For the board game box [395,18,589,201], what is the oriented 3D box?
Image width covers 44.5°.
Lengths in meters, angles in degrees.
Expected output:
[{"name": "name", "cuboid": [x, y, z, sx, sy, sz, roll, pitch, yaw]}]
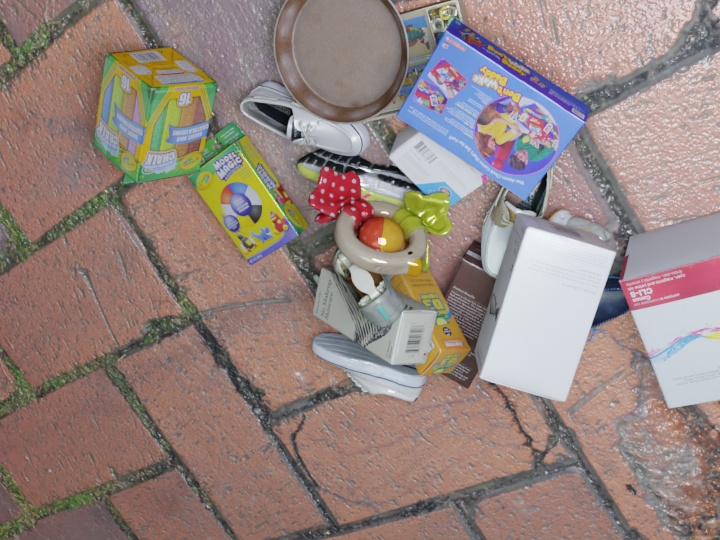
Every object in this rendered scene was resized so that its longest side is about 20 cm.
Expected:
[{"name": "board game box", "cuboid": [0.161, -0.197, 1.092, 0.199, 0.045, 0.135, 33, 129, -2]}]

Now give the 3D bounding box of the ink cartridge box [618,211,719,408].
[{"name": "ink cartridge box", "cuboid": [0.446, 0.052, 1.156, 0.143, 0.145, 0.202, -17, 108, 29]}]

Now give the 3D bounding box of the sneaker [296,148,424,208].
[{"name": "sneaker", "cuboid": [-0.006, -0.115, 1.300, 0.198, 0.078, 0.091, 20, 124, 11]}]

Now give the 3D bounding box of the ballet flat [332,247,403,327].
[{"name": "ballet flat", "cuboid": [0.000, 0.000, 1.210, 0.067, 0.200, 0.064, -40, 129, 5]}]

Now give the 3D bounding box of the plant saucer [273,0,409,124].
[{"name": "plant saucer", "cuboid": [-0.023, -0.303, 1.204, 0.198, 0.034, 0.203, 8, 114, 19]}]

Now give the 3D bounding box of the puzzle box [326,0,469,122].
[{"name": "puzzle box", "cuboid": [0.061, -0.285, 1.214, 0.198, 0.025, 0.134, -9, 113, 26]}]

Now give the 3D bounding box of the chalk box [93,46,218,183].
[{"name": "chalk box", "cuboid": [-0.314, -0.215, 1.330, 0.123, 0.124, 0.202, 38, 127, 28]}]

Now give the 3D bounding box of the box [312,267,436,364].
[{"name": "box", "cuboid": [0.017, 0.062, 1.268, 0.199, 0.068, 0.083, 25, 108, 49]}]

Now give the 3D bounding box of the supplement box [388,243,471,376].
[{"name": "supplement box", "cuboid": [0.083, 0.053, 1.291, 0.069, 0.066, 0.201, -50, 54, 40]}]

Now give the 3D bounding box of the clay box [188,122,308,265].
[{"name": "clay box", "cuboid": [-0.185, -0.120, 1.390, 0.114, 0.048, 0.201, -29, 103, 32]}]

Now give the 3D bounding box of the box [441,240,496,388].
[{"name": "box", "cuboid": [0.166, 0.067, 1.326, 0.099, 0.075, 0.201, 28, 125, 7]}]

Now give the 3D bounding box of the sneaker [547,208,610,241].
[{"name": "sneaker", "cuboid": [0.280, 0.022, 1.205, 0.091, 0.075, 0.202, 18, 95, 29]}]

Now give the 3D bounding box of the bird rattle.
[{"name": "bird rattle", "cuboid": [0.024, -0.063, 1.191, 0.198, 0.164, 0.113, 19, 128, -11]}]

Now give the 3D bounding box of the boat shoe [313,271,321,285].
[{"name": "boat shoe", "cuboid": [0.014, 0.056, 1.403, 0.199, 0.073, 0.062, 37, 81, 9]}]

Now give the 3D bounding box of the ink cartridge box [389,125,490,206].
[{"name": "ink cartridge box", "cuboid": [0.149, -0.183, 1.186, 0.115, 0.068, 0.199, 42, 129, -17]}]

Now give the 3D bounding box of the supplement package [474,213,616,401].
[{"name": "supplement package", "cuboid": [0.231, 0.044, 1.128, 0.116, 0.117, 0.202, 15, 103, 0]}]

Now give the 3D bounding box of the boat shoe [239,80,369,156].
[{"name": "boat shoe", "cuboid": [-0.083, -0.213, 1.274, 0.199, 0.066, 0.072, 30, 135, 13]}]

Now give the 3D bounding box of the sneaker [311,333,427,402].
[{"name": "sneaker", "cuboid": [0.009, 0.165, 1.441, 0.198, 0.073, 0.071, 20, 119, 12]}]

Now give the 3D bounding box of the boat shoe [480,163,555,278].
[{"name": "boat shoe", "cuboid": [0.211, -0.080, 1.196, 0.074, 0.068, 0.202, 15, 103, 4]}]

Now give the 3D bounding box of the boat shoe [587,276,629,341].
[{"name": "boat shoe", "cuboid": [0.303, 0.073, 1.273, 0.199, 0.069, 0.085, -27, 103, 31]}]
